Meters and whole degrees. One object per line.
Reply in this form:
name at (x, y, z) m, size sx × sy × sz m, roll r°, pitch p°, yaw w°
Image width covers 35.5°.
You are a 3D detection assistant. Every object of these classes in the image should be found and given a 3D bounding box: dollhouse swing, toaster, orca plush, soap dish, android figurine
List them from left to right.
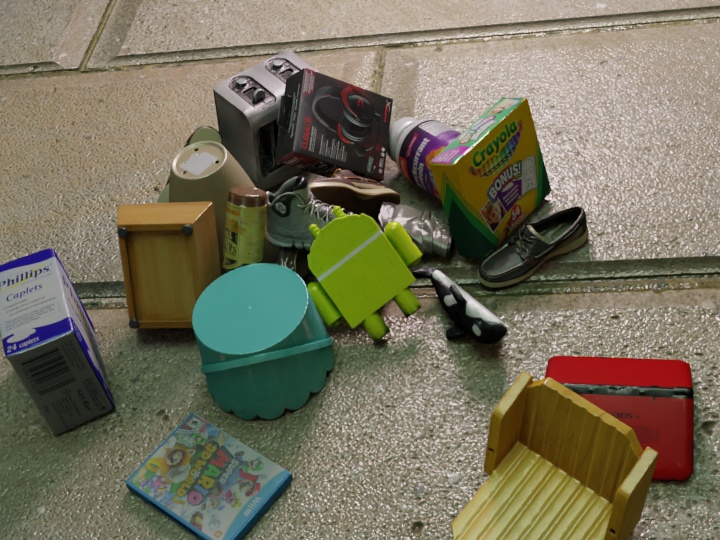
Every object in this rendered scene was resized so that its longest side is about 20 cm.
soap dish at (-0.295, -0.001, 1.739) m, size 0.154 × 0.204 × 0.081 m, roll 0°, pitch 18°, yaw 12°
toaster at (-0.157, -0.256, 1.980) m, size 0.179 × 0.202 × 0.118 m, roll -31°, pitch 48°, yaw -29°
android figurine at (0.000, 0.000, 1.690) m, size 0.181 × 0.041 × 0.201 m, roll -38°, pitch 87°, yaw 3°
orca plush at (0.137, 0.063, 1.667) m, size 0.200 × 0.105 × 0.072 m, roll 40°, pitch 95°, yaw 37°
dollhouse swing at (0.220, 0.271, 1.370) m, size 0.199 × 0.184 × 0.175 m, roll 32°, pitch 50°, yaw 30°

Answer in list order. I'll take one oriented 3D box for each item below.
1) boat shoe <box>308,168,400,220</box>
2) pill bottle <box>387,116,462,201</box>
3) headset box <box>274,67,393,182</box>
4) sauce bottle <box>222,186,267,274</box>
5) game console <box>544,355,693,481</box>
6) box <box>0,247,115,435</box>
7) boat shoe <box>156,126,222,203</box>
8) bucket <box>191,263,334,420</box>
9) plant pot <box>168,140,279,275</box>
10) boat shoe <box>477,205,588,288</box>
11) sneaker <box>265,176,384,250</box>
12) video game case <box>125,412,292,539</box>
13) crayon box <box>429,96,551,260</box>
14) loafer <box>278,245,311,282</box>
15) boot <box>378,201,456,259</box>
boat shoe at (-0.027, -0.126, 1.841) m, size 0.197 × 0.073 × 0.072 m, roll -2°, pitch 39°, yaw -38°
pill bottle at (0.127, -0.187, 1.878) m, size 0.110 × 0.113 × 0.200 m, roll -31°, pitch 37°, yaw -18°
headset box at (-0.052, -0.239, 1.891) m, size 0.075 × 0.197 × 0.152 m, roll -15°, pitch 63°, yaw 58°
sauce bottle at (-0.181, -0.025, 1.739) m, size 0.065 × 0.204 × 0.066 m, roll 5°, pitch 15°, yaw -2°
game console at (0.346, 0.195, 1.521) m, size 0.196 × 0.119 × 0.176 m, roll 1°, pitch 76°, yaw 15°
box at (-0.460, 0.103, 1.683) m, size 0.103 × 0.186 × 0.201 m, roll -22°, pitch 45°, yaw -8°
boat shoe at (-0.296, -0.153, 1.944) m, size 0.073 × 0.204 × 0.063 m, roll 25°, pitch 5°, yaw -11°
bucket at (-0.146, 0.100, 1.647) m, size 0.203 × 0.136 × 0.209 m, roll -8°, pitch 44°, yaw 8°
plant pot at (-0.236, -0.101, 1.823) m, size 0.183 × 0.202 × 0.189 m, roll -6°, pitch 45°, yaw 6°
boat shoe at (0.265, -0.043, 1.743) m, size 0.198 × 0.065 × 0.073 m, roll -30°, pitch 48°, yaw -15°
sneaker at (-0.062, -0.088, 1.727) m, size 0.196 × 0.117 × 0.076 m, roll 4°, pitch 40°, yaw 13°
video game case at (-0.210, 0.291, 1.557) m, size 0.198 × 0.018 × 0.143 m, roll 24°, pitch 55°, yaw 32°
crayon box at (0.209, -0.147, 1.770) m, size 0.058 × 0.175 × 0.200 m, roll 13°, pitch 45°, yaw 43°
loafer at (-0.077, -0.042, 1.817) m, size 0.070 × 0.074 × 0.202 m, roll 5°, pitch 47°, yaw 19°
boot at (0.084, -0.035, 1.781) m, size 0.128 × 0.068 × 0.202 m, roll 5°, pitch 48°, yaw 12°
